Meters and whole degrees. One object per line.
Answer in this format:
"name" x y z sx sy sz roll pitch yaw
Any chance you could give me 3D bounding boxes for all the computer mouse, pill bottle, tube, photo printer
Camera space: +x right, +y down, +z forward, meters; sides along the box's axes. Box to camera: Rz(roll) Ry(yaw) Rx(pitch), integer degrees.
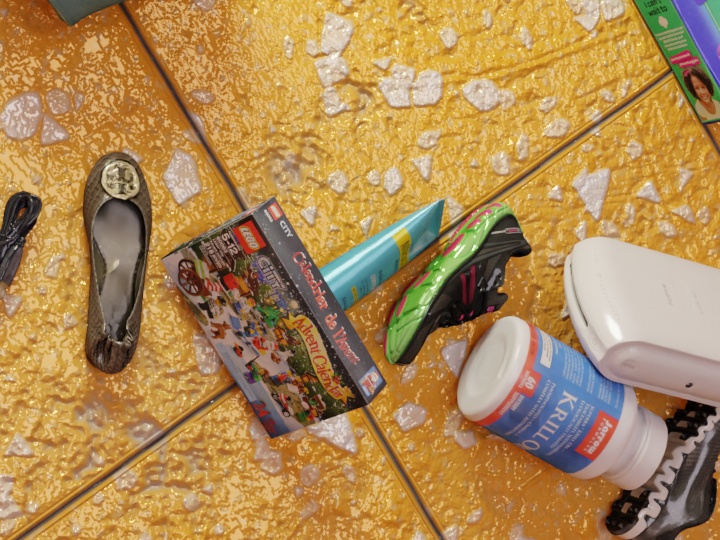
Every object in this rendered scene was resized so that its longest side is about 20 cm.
"computer mouse" -0.385 -0.050 1.294 0.198 0.044 0.111 24 84 -25
"pill bottle" 0.204 0.138 1.479 0.198 0.112 0.113 28 78 -17
"tube" 0.000 0.000 1.434 0.199 0.078 0.051 -34 75 -17
"photo printer" 0.299 0.050 1.504 0.198 0.070 0.168 15 39 -20

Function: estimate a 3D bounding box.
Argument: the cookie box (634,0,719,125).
"cookie box" 0.393 -0.287 1.592 0.170 0.075 0.201 -36 100 -18

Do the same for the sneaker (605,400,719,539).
"sneaker" 0.342 0.215 1.559 0.090 0.066 0.201 42 78 -18

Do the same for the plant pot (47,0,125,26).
"plant pot" -0.224 -0.321 1.299 0.187 0.200 0.201 -39 102 -3

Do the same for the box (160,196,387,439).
"box" -0.080 0.047 1.358 0.038 0.136 0.201 -41 103 -47

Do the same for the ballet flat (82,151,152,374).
"ballet flat" -0.221 -0.007 1.353 0.067 0.046 0.203 6 86 -22

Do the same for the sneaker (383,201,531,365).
"sneaker" 0.099 0.022 1.463 0.084 0.077 0.200 45 74 -10
